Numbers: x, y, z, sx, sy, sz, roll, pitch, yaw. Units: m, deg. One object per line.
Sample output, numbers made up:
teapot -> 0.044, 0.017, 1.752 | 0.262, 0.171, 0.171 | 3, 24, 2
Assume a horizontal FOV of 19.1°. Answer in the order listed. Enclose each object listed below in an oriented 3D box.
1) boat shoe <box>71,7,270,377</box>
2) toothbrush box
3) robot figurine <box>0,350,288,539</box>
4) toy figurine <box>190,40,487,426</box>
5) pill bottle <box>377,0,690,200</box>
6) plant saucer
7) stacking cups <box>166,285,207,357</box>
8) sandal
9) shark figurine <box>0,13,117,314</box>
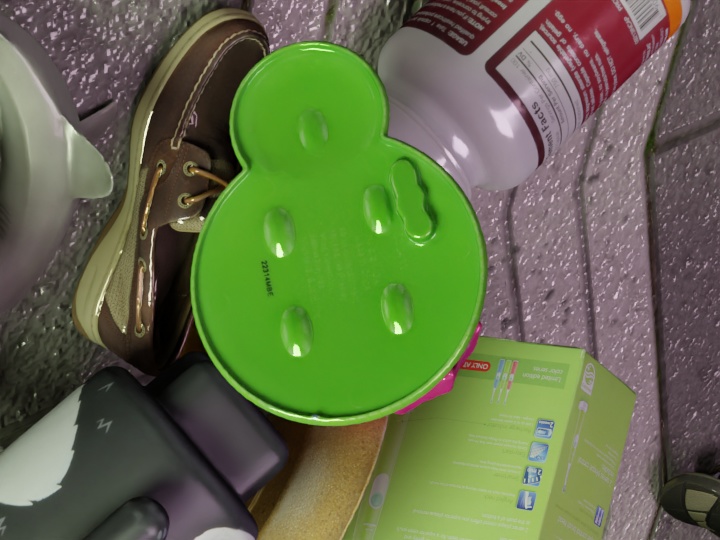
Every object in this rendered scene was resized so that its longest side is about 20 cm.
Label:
boat shoe -> -0.086, -0.038, 1.129 | 0.072, 0.072, 0.200 | 11, 109, -49
toothbrush box -> 0.069, 0.146, 1.314 | 0.086, 0.145, 0.200 | 39, 62, -51
robot figurine -> -0.135, 0.128, 1.093 | 0.200, 0.125, 0.150 | -40, 153, -6
toy figurine -> 0.000, 0.000, 1.143 | 0.150, 0.200, 0.184 | -14, 164, 7
pill bottle -> 0.084, -0.120, 1.216 | 0.200, 0.113, 0.113 | -44, 140, -14
plant saucer -> -0.051, 0.138, 1.237 | 0.035, 0.200, 0.200 | 30, 95, -13
stacking cups -> -0.022, -0.003, 1.236 | 0.200, 0.060, 0.061 | -29, 135, -33
sandal -> 0.298, 0.184, 1.702 | 0.201, 0.080, 0.057 | 30, 77, -58
shark figurine -> -0.158, -0.070, 1.022 | 0.128, 0.089, 0.215 | -39, 141, -22
